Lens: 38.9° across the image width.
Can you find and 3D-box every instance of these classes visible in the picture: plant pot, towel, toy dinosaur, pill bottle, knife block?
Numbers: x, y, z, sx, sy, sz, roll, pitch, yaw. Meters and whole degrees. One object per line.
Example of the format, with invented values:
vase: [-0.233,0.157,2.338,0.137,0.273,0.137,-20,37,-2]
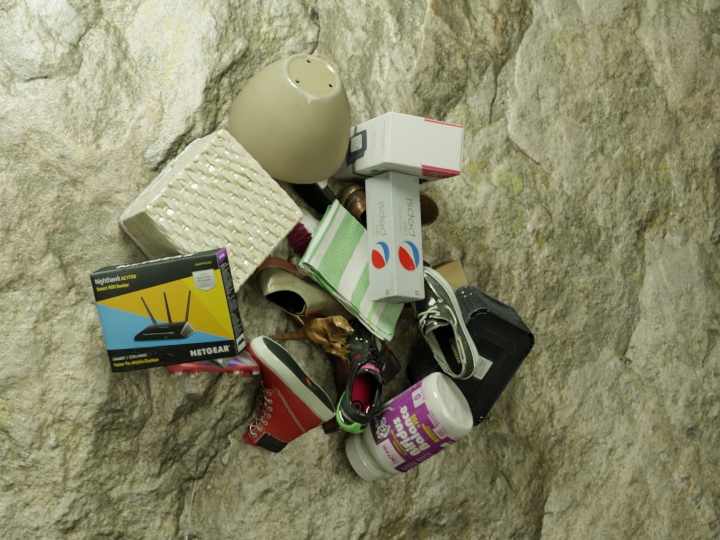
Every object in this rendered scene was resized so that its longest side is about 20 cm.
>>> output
plant pot: [-0.095,-0.256,1.593,0.197,0.135,0.203,13,50,-16]
towel: [0.000,0.000,1.641,0.200,0.023,0.154,42,49,-21]
toy dinosaur: [-0.071,0.097,1.619,0.106,0.198,0.061,34,54,-33]
pill bottle: [0.075,0.260,1.655,0.112,0.199,0.113,44,24,-25]
knife block: [0.107,0.058,1.768,0.174,0.064,0.203,-24,96,-26]

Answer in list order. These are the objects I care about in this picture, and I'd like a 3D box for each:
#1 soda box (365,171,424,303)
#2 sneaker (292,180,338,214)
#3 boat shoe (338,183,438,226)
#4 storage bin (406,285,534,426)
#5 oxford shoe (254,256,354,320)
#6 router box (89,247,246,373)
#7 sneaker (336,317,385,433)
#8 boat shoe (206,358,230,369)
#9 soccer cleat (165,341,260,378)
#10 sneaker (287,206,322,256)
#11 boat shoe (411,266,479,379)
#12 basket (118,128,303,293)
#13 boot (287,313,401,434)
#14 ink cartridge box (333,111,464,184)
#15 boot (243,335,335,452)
soda box: [0.054,-0.051,1.637,0.067,0.063,0.204,7,76,-41]
sneaker: [-0.085,-0.185,1.687,0.088,0.074,0.201,-43,100,-28]
boat shoe: [0.056,-0.098,1.736,0.198,0.068,0.073,5,120,-35]
storage bin: [0.185,0.146,1.731,0.134,0.094,0.201,26,106,-22]
oxford shoe: [-0.084,0.050,1.610,0.198,0.070,0.076,22,40,-32]
router box: [-0.274,0.058,1.455,0.197,0.051,0.152,-9,100,13]
sneaker: [0.013,0.159,1.630,0.076,0.084,0.203,14,64,-20]
boat shoe: [-0.283,0.093,1.522,0.199,0.075,0.066,15,61,4]
soccer cleat: [-0.211,0.128,1.600,0.197,0.067,0.078,0,80,-24]
sneaker: [-0.041,-0.047,1.700,0.199,0.081,0.089,41,64,-24]
boat shoe: [0.127,0.080,1.638,0.063,0.070,0.202,3,55,-62]
basket: [-0.228,-0.082,1.558,0.200,0.160,0.199,46,68,-13]
boot: [-0.047,0.142,1.680,0.188,0.068,0.201,-44,102,-20]
ink cartridge box: [0.059,-0.194,1.693,0.143,0.199,0.086,6,84,-26]
boot: [-0.146,0.201,1.581,0.143,0.073,0.201,-33,125,6]
